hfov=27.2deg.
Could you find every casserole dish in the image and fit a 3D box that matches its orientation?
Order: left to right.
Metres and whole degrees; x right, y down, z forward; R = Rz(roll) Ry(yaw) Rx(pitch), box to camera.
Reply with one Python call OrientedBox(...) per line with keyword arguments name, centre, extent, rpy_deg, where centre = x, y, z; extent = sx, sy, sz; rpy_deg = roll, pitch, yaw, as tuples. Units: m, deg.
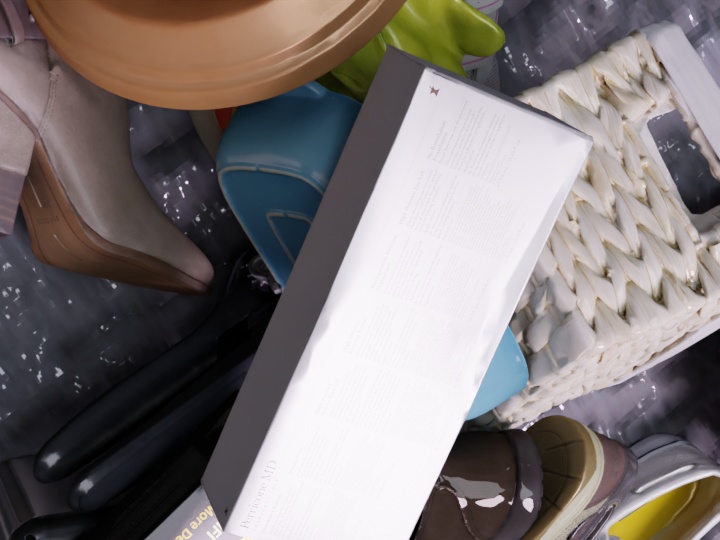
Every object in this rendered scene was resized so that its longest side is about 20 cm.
OrientedBox(name="casserole dish", centre=(0.000, 0.000, 0.685), extent=(0.039, 0.121, 0.201), rpy_deg=(-46, 121, -25))

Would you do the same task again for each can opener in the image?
OrientedBox(name="can opener", centre=(-0.073, 0.053, 0.736), extent=(0.200, 0.063, 0.079), rpy_deg=(-39, 133, -38))

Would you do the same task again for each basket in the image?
OrientedBox(name="basket", centre=(0.102, -0.008, 0.739), extent=(0.123, 0.200, 0.136), rpy_deg=(-25, 79, -20))

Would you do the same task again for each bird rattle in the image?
OrientedBox(name="bird rattle", centre=(-0.044, -0.104, 0.714), extent=(0.113, 0.199, 0.164), rpy_deg=(-39, 153, -47))

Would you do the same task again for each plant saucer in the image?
OrientedBox(name="plant saucer", centre=(-0.062, -0.167, 0.642), extent=(0.200, 0.200, 0.037), rpy_deg=(-48, 156, -7))

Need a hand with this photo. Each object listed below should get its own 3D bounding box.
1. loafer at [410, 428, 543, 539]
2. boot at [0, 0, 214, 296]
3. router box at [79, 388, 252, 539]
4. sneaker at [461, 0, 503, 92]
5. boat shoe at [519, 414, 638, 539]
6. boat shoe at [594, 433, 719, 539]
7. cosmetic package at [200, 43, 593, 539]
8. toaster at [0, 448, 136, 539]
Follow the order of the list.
OrientedBox(name="loafer", centre=(0.018, 0.141, 0.785), extent=(0.071, 0.073, 0.200), rpy_deg=(15, 133, -23))
OrientedBox(name="boot", centre=(-0.135, -0.077, 0.720), extent=(0.199, 0.070, 0.148), rpy_deg=(22, 70, -52))
OrientedBox(name="router box", centre=(-0.072, 0.181, 0.676), extent=(0.200, 0.052, 0.158), rpy_deg=(-44, 113, -9))
OrientedBox(name="sneaker", centre=(0.033, -0.139, 0.765), extent=(0.081, 0.088, 0.202), rpy_deg=(-23, 109, -16))
OrientedBox(name="boat shoe", centre=(0.079, 0.162, 0.823), extent=(0.066, 0.072, 0.201), rpy_deg=(19, 123, -32))
OrientedBox(name="boat shoe", centre=(0.142, 0.177, 0.875), extent=(0.201, 0.086, 0.075), rpy_deg=(-32, 110, -14))
OrientedBox(name="cosmetic package", centre=(0.011, 0.018, 0.608), extent=(0.082, 0.051, 0.201), rpy_deg=(19, 102, -26))
OrientedBox(name="toaster", centre=(-0.107, 0.190, 0.758), extent=(0.198, 0.119, 0.183), rpy_deg=(-5, 102, -22))
